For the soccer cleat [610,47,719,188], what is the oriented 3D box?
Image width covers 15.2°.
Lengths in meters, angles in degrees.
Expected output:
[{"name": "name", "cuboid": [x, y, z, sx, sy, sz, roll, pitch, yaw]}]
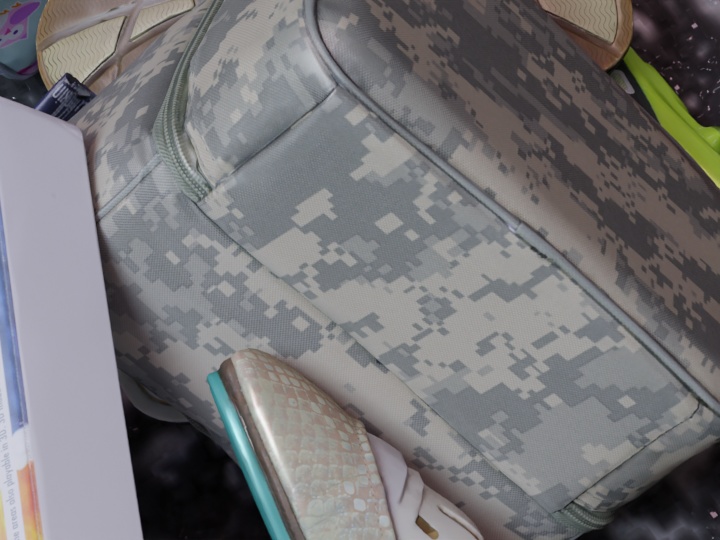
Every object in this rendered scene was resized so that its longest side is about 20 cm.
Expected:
[{"name": "soccer cleat", "cuboid": [0.065, -0.055, 0.933, 0.081, 0.068, 0.200, -39, 66, -3]}]

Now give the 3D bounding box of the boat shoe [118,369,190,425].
[{"name": "boat shoe", "cuboid": [-0.063, -0.037, 0.945, 0.075, 0.062, 0.200, -6, 69, -6]}]

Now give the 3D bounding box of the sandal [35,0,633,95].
[{"name": "sandal", "cuboid": [-0.008, -0.082, 0.910, 0.200, 0.054, 0.081, -7, 73, 7]}]

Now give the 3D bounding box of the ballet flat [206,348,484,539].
[{"name": "ballet flat", "cuboid": [0.017, 0.104, 0.779, 0.062, 0.067, 0.200, -22, 105, -3]}]

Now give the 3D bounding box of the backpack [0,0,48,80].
[{"name": "backpack", "cuboid": [-0.159, -0.165, 0.930, 0.153, 0.200, 0.176, 31, 93, 23]}]

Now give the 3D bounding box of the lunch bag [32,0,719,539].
[{"name": "lunch bag", "cuboid": [0.000, 0.000, 0.827, 0.168, 0.200, 0.139, -40, 20, 27]}]

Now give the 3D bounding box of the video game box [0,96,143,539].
[{"name": "video game box", "cuboid": [-0.142, 0.077, 0.765, 0.182, 0.047, 0.200, -32, 56, 33]}]
